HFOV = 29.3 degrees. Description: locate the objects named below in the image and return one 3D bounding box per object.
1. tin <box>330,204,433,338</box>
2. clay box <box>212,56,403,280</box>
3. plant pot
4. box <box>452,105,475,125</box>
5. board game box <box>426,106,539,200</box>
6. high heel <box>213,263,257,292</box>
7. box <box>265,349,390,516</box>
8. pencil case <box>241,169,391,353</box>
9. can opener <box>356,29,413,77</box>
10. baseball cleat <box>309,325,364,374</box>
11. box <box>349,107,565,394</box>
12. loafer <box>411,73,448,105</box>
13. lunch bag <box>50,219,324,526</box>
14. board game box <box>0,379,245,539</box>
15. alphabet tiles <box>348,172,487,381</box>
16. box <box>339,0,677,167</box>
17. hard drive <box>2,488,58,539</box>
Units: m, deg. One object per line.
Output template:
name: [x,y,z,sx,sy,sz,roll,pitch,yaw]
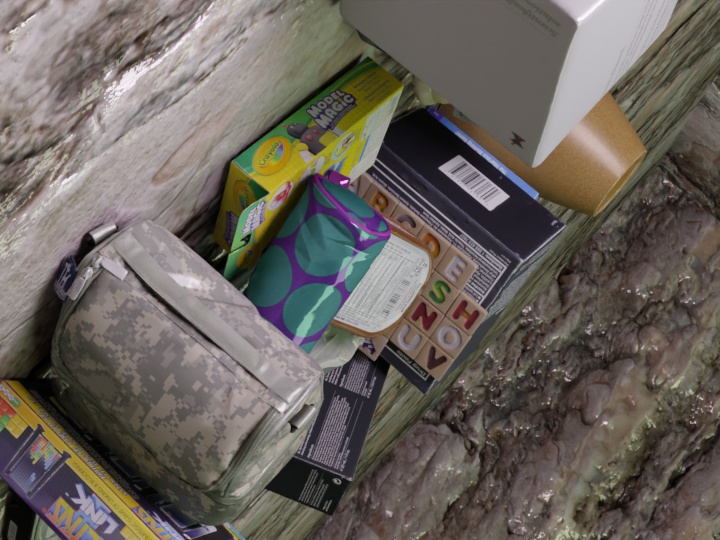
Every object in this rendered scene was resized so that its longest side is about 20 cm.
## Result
tin: [0.000,0.000,1.256,0.112,0.042,0.200,-59,148,4]
clay box: [-0.053,-0.084,1.155,0.200,0.048,0.115,-41,165,-33]
plant pot: [0.213,-0.159,1.531,0.187,0.200,0.186,-48,169,-13]
box: [0.166,-0.228,1.253,0.113,0.101,0.201,70,43,-77]
board game box: [0.120,-0.085,1.529,0.045,0.152,0.200,-48,167,-10]
high heel: [-0.116,0.034,1.273,0.142,0.071,0.200,-37,166,-13]
box: [-0.056,0.133,1.429,0.079,0.140,0.201,117,-4,-47]
pencil case: [-0.059,0.020,1.133,0.200,0.085,0.093,-54,-155,16]
can opener: [0.048,-0.189,1.155,0.052,0.067,0.200,-24,169,15]
baseball cleat: [-0.075,0.085,1.336,0.106,0.070,0.200,-7,-157,38]
box: [0.064,-0.022,1.410,0.123,0.200,0.199,-33,161,-54]
loafer: [0.101,-0.219,1.122,0.076,0.068,0.201,65,42,-69]
lunch bag: [-0.126,0.067,1.003,0.139,0.200,0.168,-45,171,-31]
board game box: [-0.192,0.172,1.064,0.057,0.200,0.165,-49,167,5]
alphabet tiles: [0.026,0.013,1.369,0.008,0.200,0.168,-34,161,-54]
box: [0.111,-0.224,0.953,0.171,0.199,0.200,-45,166,-17]
hard drive: [-0.242,0.171,1.277,0.200,0.038,0.140,-42,166,-38]
